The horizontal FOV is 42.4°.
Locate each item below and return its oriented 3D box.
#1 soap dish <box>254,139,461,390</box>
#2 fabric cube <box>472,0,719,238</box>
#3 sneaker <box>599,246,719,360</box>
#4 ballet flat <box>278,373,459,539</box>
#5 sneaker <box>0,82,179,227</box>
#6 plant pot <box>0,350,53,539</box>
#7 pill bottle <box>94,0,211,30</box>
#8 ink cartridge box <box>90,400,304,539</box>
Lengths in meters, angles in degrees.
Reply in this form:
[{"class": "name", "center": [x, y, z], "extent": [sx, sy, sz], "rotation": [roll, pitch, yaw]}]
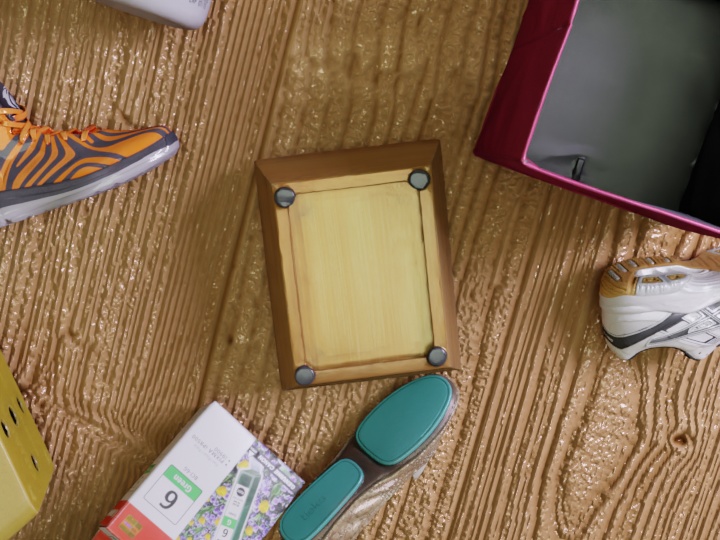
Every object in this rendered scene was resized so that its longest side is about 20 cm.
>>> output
[{"class": "soap dish", "center": [0.000, 0.000, 0.769], "extent": [0.157, 0.081, 0.200], "rotation": [-6, 100, -1]}, {"class": "fabric cube", "center": [0.220, -0.145, 0.697], "extent": [0.196, 0.199, 0.200], "rotation": [18, 98, -4]}, {"class": "sneaker", "center": [0.304, 0.032, 0.800], "extent": [0.200, 0.076, 0.088], "rotation": [-4, 114, 1]}, {"class": "ballet flat", "center": [0.013, 0.173, 0.806], "extent": [0.200, 0.071, 0.065], "rotation": [-42, 137, -6]}, {"class": "sneaker", "center": [-0.253, -0.106, 0.745], "extent": [0.200, 0.078, 0.112], "rotation": [-19, 100, 1]}, {"class": "plant pot", "center": [-0.356, 0.151, 0.731], "extent": [0.176, 0.200, 0.200], "rotation": [-23, 99, -11]}, {"class": "pill bottle", "center": [-0.146, -0.294, 0.705], "extent": [0.109, 0.109, 0.200], "rotation": [17, 98, -5]}, {"class": "ink cartridge box", "center": [-0.150, 0.219, 0.766], "extent": [0.109, 0.050, 0.200], "rotation": [44, 63, -8]}]
